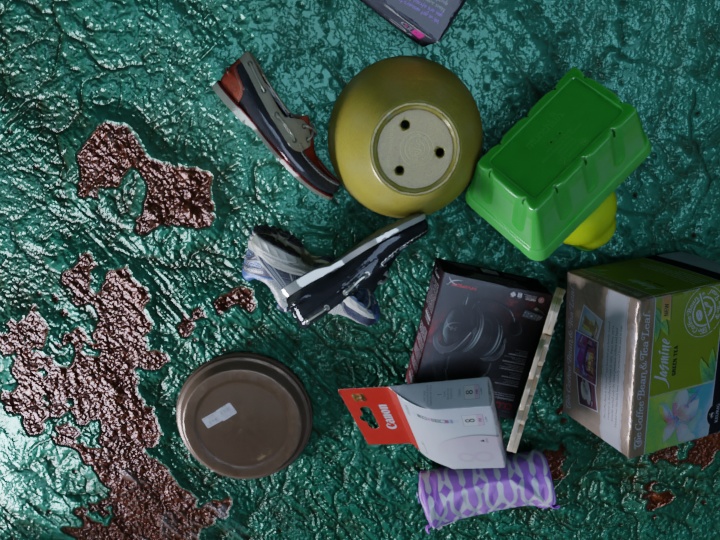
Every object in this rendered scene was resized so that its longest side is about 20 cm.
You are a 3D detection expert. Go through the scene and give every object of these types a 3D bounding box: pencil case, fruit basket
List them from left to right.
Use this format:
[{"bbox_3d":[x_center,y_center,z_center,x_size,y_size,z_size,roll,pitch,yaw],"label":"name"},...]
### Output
[{"bbox_3d":[0.177,0.315,0.912,0.197,0.084,0.087,-13,72,4],"label":"pencil case"},{"bbox_3d":[0.247,-0.108,0.780,0.156,0.215,0.216,45,103,25],"label":"fruit basket"}]

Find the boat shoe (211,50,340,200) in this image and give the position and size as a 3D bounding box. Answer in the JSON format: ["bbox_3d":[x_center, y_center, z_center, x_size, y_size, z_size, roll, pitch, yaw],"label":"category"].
[{"bbox_3d":[-0.091,-0.173,0.779,0.062,0.071,0.200,-42,98,8],"label":"boat shoe"}]

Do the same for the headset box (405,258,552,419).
[{"bbox_3d":[0.151,0.101,0.856,0.147,0.077,0.202,12,104,-5],"label":"headset box"}]

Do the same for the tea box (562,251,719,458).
[{"bbox_3d":[0.374,0.097,0.804,0.194,0.134,0.203,-10,107,-17],"label":"tea box"}]

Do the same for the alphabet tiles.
[{"bbox_3d":[0.223,0.125,0.807,0.014,0.195,0.202,17,106,17],"label":"alphabet tiles"}]

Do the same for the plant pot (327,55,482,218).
[{"bbox_3d":[0.057,-0.148,0.748,0.197,0.142,0.203,0,107,-1],"label":"plant pot"}]

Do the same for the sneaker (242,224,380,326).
[{"bbox_3d":[-0.067,0.022,0.839,0.199,0.077,0.086,32,113,-2],"label":"sneaker"}]

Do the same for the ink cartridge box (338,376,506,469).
[{"bbox_3d":[0.085,0.209,0.842,0.197,0.058,0.163,-10,136,12],"label":"ink cartridge box"}]

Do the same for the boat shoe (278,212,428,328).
[{"bbox_3d":[0.000,0.000,0.756,0.199,0.076,0.061,-29,94,14],"label":"boat shoe"}]

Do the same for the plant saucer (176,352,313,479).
[{"bbox_3d":[-0.167,0.214,0.908,0.197,0.030,0.203,0,107,0],"label":"plant saucer"}]

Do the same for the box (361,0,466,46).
[{"bbox_3d":[0.093,-0.362,0.697,0.105,0.122,0.201,32,103,-11],"label":"box"}]
